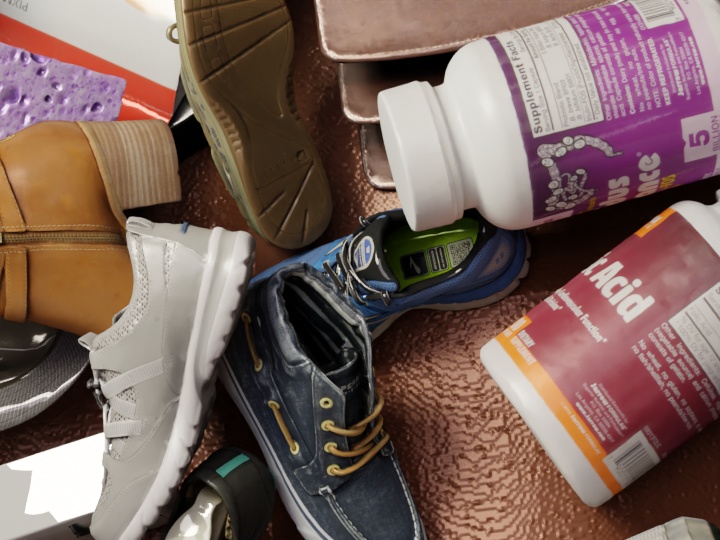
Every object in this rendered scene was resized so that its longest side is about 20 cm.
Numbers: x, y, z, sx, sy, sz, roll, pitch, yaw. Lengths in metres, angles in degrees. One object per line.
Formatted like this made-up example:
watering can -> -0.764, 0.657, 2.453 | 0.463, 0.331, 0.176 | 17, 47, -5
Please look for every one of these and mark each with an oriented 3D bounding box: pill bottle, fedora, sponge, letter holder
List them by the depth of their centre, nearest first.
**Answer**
pill bottle -> 0.115, -0.087, 1.237 | 0.199, 0.112, 0.113 | -15, 69, -3
pill bottle -> 0.178, 0.033, 1.239 | 0.200, 0.114, 0.114 | -37, 68, 0
sponge -> -0.246, -0.086, 1.272 | 0.199, 0.030, 0.112 | 15, 88, -21
letter holder -> 0.082, -0.138, 1.329 | 0.199, 0.101, 0.143 | -11, 72, 10
fedora -> -0.244, 0.026, 1.360 | 0.199, 0.090, 0.178 | -6, 72, 5

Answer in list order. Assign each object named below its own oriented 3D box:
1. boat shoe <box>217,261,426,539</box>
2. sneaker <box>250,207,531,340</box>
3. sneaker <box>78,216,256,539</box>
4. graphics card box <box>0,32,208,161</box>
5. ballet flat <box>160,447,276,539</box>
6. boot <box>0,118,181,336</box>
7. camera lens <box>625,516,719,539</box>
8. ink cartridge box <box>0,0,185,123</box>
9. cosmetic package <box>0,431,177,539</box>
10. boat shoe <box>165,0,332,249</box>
boat shoe -> -0.013, 0.091, 1.245 | 0.071, 0.091, 0.201 | -36, 93, -34
sneaker -> 0.000, 0.000, 1.309 | 0.199, 0.089, 0.079 | -22, 68, 9
sneaker -> -0.122, 0.061, 1.219 | 0.082, 0.075, 0.201 | 19, 101, 1
graphics card box -> -0.173, -0.152, 1.423 | 0.125, 0.051, 0.201 | -31, 69, 3
ballet flat -> -0.109, 0.194, 1.249 | 0.068, 0.068, 0.201 | 22, 101, 20
boot -> -0.174, 0.015, 1.250 | 0.155, 0.077, 0.201 | -11, 105, -22
camera lens -> 0.135, 0.235, 1.159 | 0.199, 0.160, 0.161 | -24, 68, 5
ink cartridge box -> -0.174, -0.163, 1.372 | 0.162, 0.050, 0.201 | 25, 74, 19
cosmetic package -> -0.216, 0.154, 1.317 | 0.199, 0.083, 0.051 | -19, 68, 8
boat shoe -> -0.076, -0.110, 1.326 | 0.073, 0.063, 0.201 | -20, 104, -24
